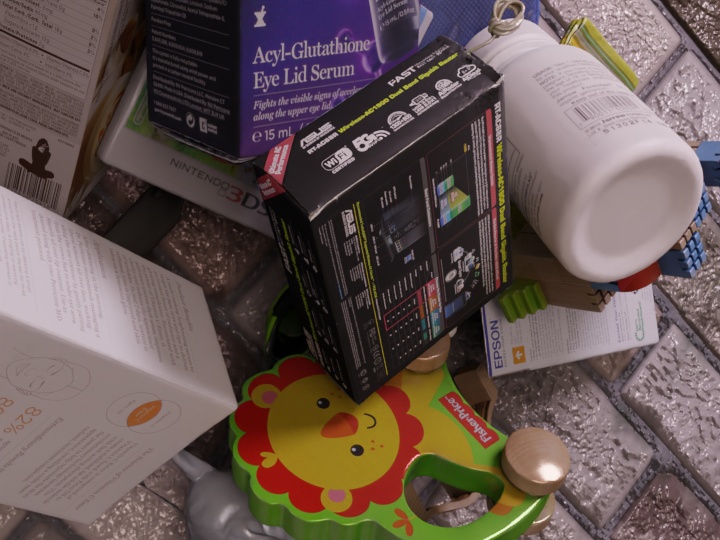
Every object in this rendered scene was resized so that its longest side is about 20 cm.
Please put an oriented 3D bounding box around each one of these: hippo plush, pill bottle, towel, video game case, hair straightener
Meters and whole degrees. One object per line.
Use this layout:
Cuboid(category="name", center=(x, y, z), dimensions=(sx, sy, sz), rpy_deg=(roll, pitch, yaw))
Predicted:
Cuboid(category="hippo plush", center=(-0.053, 0.191, 0.825), dimensions=(0.200, 0.160, 0.160), rpy_deg=(46, 50, 16))
Cuboid(category="pill bottle", center=(0.145, -0.096, 0.782), dimensions=(0.113, 0.201, 0.116), rpy_deg=(-14, 133, -16))
Cuboid(category="towel", center=(0.171, -0.109, 0.904), dimensions=(0.086, 0.018, 0.202), rpy_deg=(37, 69, -23))
Cuboid(category="video game case", center=(-0.063, -0.133, 0.765), dimensions=(0.180, 0.022, 0.202), rpy_deg=(23, 98, -32))
Cuboid(category="hair straightener", center=(-0.131, -0.062, 0.824), dimensions=(0.200, 0.077, 0.041), rpy_deg=(-44, 99, -16))

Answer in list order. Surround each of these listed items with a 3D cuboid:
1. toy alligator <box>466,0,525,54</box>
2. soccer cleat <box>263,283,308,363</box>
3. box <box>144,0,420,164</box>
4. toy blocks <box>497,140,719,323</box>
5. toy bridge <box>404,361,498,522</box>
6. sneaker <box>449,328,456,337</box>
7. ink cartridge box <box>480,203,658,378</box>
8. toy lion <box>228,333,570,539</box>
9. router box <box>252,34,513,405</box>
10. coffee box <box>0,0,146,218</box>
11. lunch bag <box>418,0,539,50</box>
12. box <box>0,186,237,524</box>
Cuboid(category="toy alligator", center=(0.042, -0.120, 0.783), dimensions=(0.199, 0.054, 0.059), rpy_deg=(-40, 78, -10))
Cuboid(category="soccer cleat", center=(0.000, 0.000, 0.806), dimensions=(0.067, 0.081, 0.200), rpy_deg=(38, 117, -15))
Cuboid(category="box", center=(-0.046, -0.184, 0.657), dimensions=(0.147, 0.104, 0.203), rpy_deg=(-18, 120, -38))
Cuboid(category="toy blocks", center=(0.210, -0.036, 0.839), dimensions=(0.200, 0.136, 0.101), rpy_deg=(-47, 125, -28))
Cuboid(category="toy bridge", center=(0.070, 0.149, 0.848), dimensions=(0.068, 0.027, 0.200), rpy_deg=(60, 33, -11))
Cuboid(category="sneaker", center=(0.034, -0.043, 0.885), dimensions=(0.087, 0.074, 0.200), rpy_deg=(-45, 106, -15))
Cuboid(category="ink cartridge box", center=(0.163, -0.022, 0.926), dimensions=(0.197, 0.043, 0.200), rpy_deg=(-7, 90, -31))
Cuboid(category="toy lion", center=(0.014, 0.127, 0.745), dimensions=(0.190, 0.069, 0.200), rpy_deg=(-26, 54, -31))
Cuboid(category="router box", center=(0.024, -0.027, 0.697), dimensions=(0.149, 0.201, 0.062), rpy_deg=(-35, 54, -18))
Cuboid(category="coffee box", center=(-0.191, -0.152, 0.729), dimensions=(0.079, 0.115, 0.202), rpy_deg=(24, 124, -2))
Cuboid(category="lunch bag", center=(0.029, -0.235, 0.861), dimensions=(0.197, 0.132, 0.138), rpy_deg=(-11, 113, -18))
Cuboid(category="box", center=(-0.205, 0.059, 0.683), dimensions=(0.152, 0.107, 0.199), rpy_deg=(-38, 141, 18))
